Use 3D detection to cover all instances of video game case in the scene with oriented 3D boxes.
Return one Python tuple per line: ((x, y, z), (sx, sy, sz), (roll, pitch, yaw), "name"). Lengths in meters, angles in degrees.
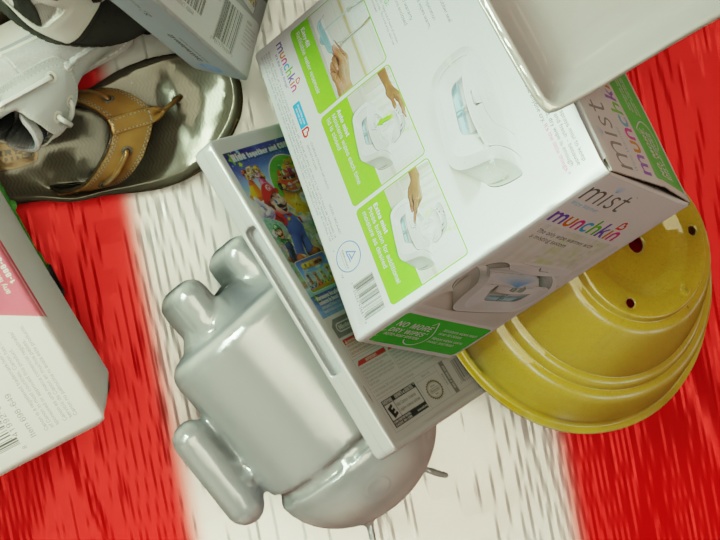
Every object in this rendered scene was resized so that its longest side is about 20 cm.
((0.000, 0.000, 0.836), (0.018, 0.143, 0.200), (-35, 83, 35), "video game case")

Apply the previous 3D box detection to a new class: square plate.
((0.123, -0.201, 0.707), (0.199, 0.028, 0.199), (-29, 80, -11), "square plate")

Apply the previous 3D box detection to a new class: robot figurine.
((-0.032, 0.073, 0.853), (0.170, 0.113, 0.200), (-41, 95, -14), "robot figurine")

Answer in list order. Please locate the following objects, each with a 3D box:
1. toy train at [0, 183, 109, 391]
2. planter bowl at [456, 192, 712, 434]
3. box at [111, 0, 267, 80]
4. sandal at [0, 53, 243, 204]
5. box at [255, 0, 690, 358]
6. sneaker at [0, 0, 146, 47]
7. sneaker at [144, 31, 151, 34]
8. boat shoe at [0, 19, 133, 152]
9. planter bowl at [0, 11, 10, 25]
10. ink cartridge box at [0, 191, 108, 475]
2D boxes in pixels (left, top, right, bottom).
((-0.214, 0.006, 0.855), (0.056, 0.042, 0.201), (-25, 103, 0), "toy train")
((0.147, -0.007, 0.850), (0.199, 0.083, 0.201), (6, 74, -20), "planter bowl")
((-0.077, -0.225, 0.783), (0.041, 0.156, 0.201), (15, 86, 16), "box")
((-0.169, -0.085, 0.864), (0.199, 0.055, 0.082), (-10, 93, -5), "sandal")
((0.054, -0.083, 0.788), (0.176, 0.097, 0.201), (-36, 61, 28), "box")
((-0.159, -0.171, 0.735), (0.088, 0.200, 0.074), (5, 79, 35), "sneaker")
((-0.153, -0.228, 0.858), (0.200, 0.075, 0.087), (45, 58, -16), "sneaker")
((-0.200, -0.098, 0.804), (0.200, 0.072, 0.069), (-32, 86, -38), "boat shoe")
((-0.285, -0.187, 0.771), (0.199, 0.135, 0.201), (5, 118, 9), "planter bowl")
((-0.263, 0.060, 0.796), (0.199, 0.085, 0.146), (-28, 106, 0), "ink cartridge box")
